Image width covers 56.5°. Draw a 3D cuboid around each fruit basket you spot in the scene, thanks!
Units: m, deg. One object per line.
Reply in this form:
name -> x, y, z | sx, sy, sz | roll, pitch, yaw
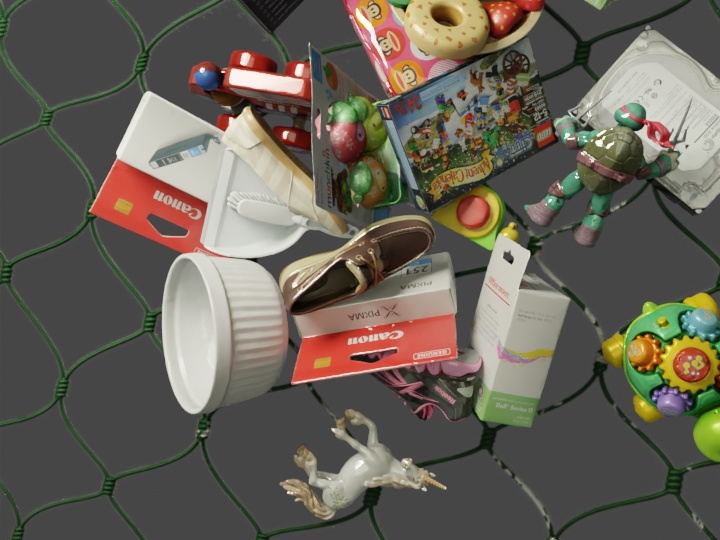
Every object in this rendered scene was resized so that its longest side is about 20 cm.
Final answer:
fruit basket -> -0.002, -0.146, 0.797 | 0.093, 0.200, 0.186 | -6, 79, 20

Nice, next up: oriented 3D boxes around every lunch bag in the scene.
lunch bag -> 0.089, -0.316, 0.869 | 0.175, 0.082, 0.201 | -27, 82, 6

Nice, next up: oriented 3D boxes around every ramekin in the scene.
ramekin -> -0.174, 0.077, 0.860 | 0.200, 0.105, 0.201 | 4, 95, 56

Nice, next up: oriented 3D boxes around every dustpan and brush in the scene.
dustpan and brush -> -0.098, -0.073, 0.895 | 0.199, 0.057, 0.140 | 10, 101, -25

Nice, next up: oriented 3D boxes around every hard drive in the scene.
hard drive -> 0.380, -0.183, 0.821 | 0.200, 0.038, 0.140 | 43, 98, 9

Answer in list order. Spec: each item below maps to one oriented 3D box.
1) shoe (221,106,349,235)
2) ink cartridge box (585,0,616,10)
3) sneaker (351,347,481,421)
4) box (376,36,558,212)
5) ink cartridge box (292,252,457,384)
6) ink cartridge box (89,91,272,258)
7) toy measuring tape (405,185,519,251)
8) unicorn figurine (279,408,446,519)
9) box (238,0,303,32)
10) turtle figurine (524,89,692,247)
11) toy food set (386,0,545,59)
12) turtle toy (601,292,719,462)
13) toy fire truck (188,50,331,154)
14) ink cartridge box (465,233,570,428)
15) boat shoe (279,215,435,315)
shoe -> -0.091, -0.113, 0.842 | 0.053, 0.070, 0.200 | -39, 111, 7
ink cartridge box -> 0.241, -0.399, 0.804 | 0.200, 0.145, 0.048 | 39, 135, 11
sneaker -> 0.061, 0.138, 0.833 | 0.199, 0.079, 0.096 | 4, 101, 47
box -> 0.133, -0.177, 0.809 | 0.199, 0.038, 0.137 | -29, 110, -13
ink cartridge box -> 0.017, 0.053, 0.820 | 0.199, 0.176, 0.045 | -11, 118, 12
ink cartridge box -> -0.227, -0.109, 0.889 | 0.199, 0.045, 0.177 | 25, 96, -28
toy measuring tape -> 0.119, -0.091, 0.864 | 0.199, 0.074, 0.074 | 31, 95, 21
unicorn figurine -> 0.001, 0.259, 0.882 | 0.200, 0.074, 0.138 | -39, 91, 23
box -> -0.114, -0.447, 0.852 | 0.200, 0.197, 0.124 | -42, 81, 8
turtle figurine -> 0.285, -0.131, 0.787 | 0.149, 0.101, 0.201 | 34, 121, 14
toy food set -> 0.121, -0.342, 0.792 | 0.199, 0.049, 0.199 | -23, 73, -9
turtle toy -> 0.386, 0.126, 0.779 | 0.145, 0.101, 0.201 | -30, 83, 10
toy fire truck -> -0.131, -0.230, 0.865 | 0.199, 0.168, 0.113 | 14, 91, 12
ink cartridge box -> 0.182, 0.067, 0.794 | 0.067, 0.117, 0.201 | 11, 103, -9
boat shoe -> 0.000, 0.000, 0.790 | 0.199, 0.072, 0.072 | -20, 121, 1
